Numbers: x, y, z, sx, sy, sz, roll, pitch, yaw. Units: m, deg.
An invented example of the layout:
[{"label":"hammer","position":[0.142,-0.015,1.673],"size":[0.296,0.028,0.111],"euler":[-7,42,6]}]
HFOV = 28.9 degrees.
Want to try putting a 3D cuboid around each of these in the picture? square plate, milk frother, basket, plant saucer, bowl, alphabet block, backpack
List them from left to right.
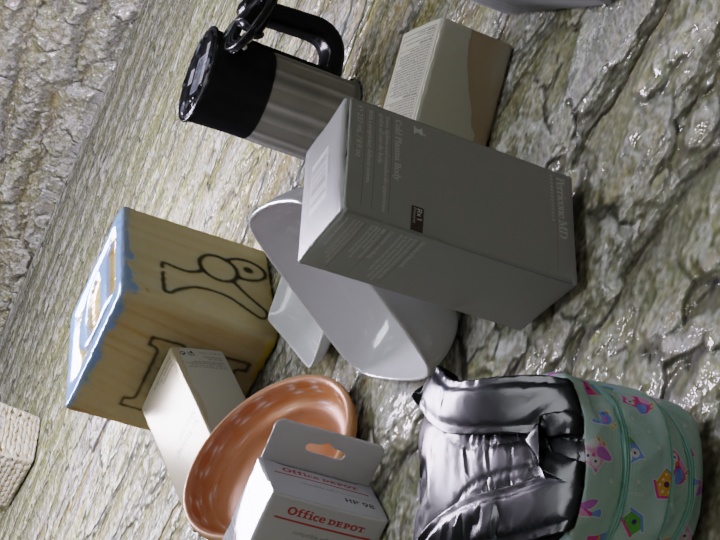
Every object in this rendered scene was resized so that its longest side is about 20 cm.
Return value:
[{"label":"basket","position":[-0.748,0.378,2.873],"size":[0.200,0.123,0.136],"euler":[-52,28,40]},{"label":"alphabet block","position":[-0.236,0.070,1.730],"size":[0.196,0.200,0.195],"euler":[-59,23,30]},{"label":"plant saucer","position":[-0.084,0.190,1.372],"size":[0.200,0.037,0.200],"euler":[-26,34,19]},{"label":"milk frother","position":[-0.085,-0.223,1.605],"size":[0.200,0.188,0.181],"euler":[27,99,69]},{"label":"square plate","position":[-0.038,-0.008,1.537],"size":[0.198,0.028,0.200],"euler":[-69,21,7]},{"label":"bowl","position":[0.000,0.000,1.250],"size":[0.075,0.200,0.200],"euler":[-41,11,-19]},{"label":"backpack","position":[0.119,0.133,0.893],"size":[0.200,0.127,0.167],"euler":[-32,56,58]}]

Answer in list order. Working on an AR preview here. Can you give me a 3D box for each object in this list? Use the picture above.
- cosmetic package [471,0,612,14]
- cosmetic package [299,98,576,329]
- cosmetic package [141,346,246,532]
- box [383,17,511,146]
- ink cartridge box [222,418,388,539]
[{"label":"cosmetic package","position":[0.139,-0.278,1.206],"size":[0.200,0.107,0.090],"euler":[13,86,67]},{"label":"cosmetic package","position":[0.060,-0.039,1.059],"size":[0.090,0.200,0.107],"euler":[131,147,-51]},{"label":"cosmetic package","position":[-0.172,0.189,1.578],"size":[0.104,0.073,0.200],"euler":[-63,38,26]},{"label":"box","position":[0.065,-0.123,1.301],"size":[0.095,0.078,0.200],"euler":[0,74,68]},{"label":"ink cartridge box","position":[-0.056,0.244,1.251],"size":[0.200,0.116,0.067],"euler":[-67,21,14]}]
